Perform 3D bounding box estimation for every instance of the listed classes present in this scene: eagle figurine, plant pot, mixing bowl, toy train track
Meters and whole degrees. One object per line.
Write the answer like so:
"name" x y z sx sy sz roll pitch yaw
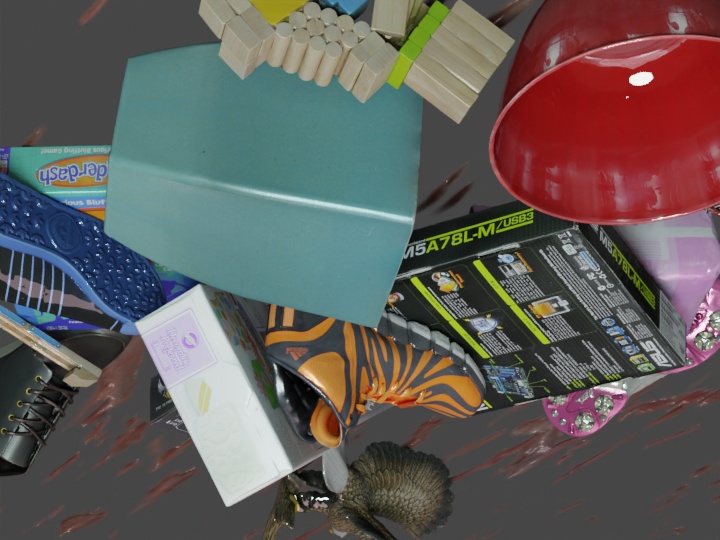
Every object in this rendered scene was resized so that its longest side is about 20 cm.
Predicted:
"eagle figurine" 0.009 0.245 1.622 0.199 0.153 0.151 20 -178 -6
"plant pot" -0.068 -0.069 1.105 0.198 0.142 0.142 9 147 -7
"mixing bowl" 0.178 -0.128 1.052 0.198 0.109 0.201 -2 149 -1
"toy train track" -0.297 0.042 1.294 0.199 0.033 0.115 35 149 -18

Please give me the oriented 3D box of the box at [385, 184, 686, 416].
"box" 0.119 0.029 1.223 0.192 0.048 0.200 -14 140 30

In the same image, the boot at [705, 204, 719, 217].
"boot" 0.263 -0.048 1.158 0.198 0.145 0.073 7 149 -14

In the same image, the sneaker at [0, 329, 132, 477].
"sneaker" -0.265 0.107 1.398 0.199 0.107 0.075 -28 141 35

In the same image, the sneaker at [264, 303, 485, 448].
"sneaker" 0.005 0.088 1.191 0.199 0.113 0.077 30 144 -27

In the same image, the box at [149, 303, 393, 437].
"box" -0.069 0.103 1.465 0.158 0.049 0.199 22 141 -36

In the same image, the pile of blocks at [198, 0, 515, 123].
"pile of blocks" -0.005 -0.149 1.046 0.198 0.083 0.062 13 161 -8

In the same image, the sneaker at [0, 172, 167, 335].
"sneaker" -0.231 -0.005 1.175 0.078 0.071 0.200 -25 134 35

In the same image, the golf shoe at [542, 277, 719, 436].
"golf shoe" 0.246 0.065 1.427 0.199 0.076 0.091 -35 179 21

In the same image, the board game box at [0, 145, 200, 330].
"board game box" -0.199 -0.021 1.253 0.151 0.045 0.201 -2 148 -2

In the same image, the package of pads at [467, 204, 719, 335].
"package of pads" 0.179 0.003 1.301 0.198 0.076 0.121 0 146 -5

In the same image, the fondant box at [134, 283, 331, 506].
"fondant box" -0.087 0.087 1.211 0.058 0.145 0.200 -28 175 6
